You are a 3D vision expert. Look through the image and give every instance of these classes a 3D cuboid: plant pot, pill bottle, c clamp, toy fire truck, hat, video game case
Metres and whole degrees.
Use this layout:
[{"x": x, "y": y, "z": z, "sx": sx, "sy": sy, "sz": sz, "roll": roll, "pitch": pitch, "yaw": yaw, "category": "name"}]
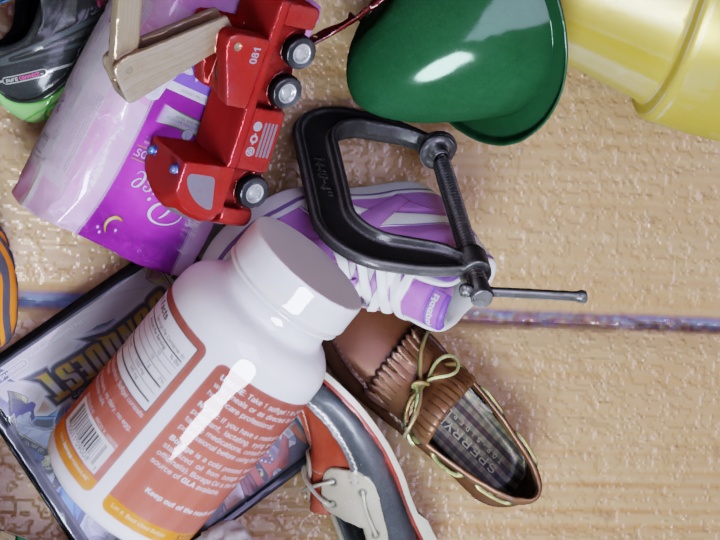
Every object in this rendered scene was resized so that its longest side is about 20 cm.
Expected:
[{"x": 0.187, "y": -0.208, "z": 1.409, "sx": 0.187, "sy": 0.201, "sz": 0.203, "roll": 15, "pitch": 88, "yaw": -5, "category": "plant pot"}, {"x": -0.093, "y": 0.068, "z": 1.286, "sx": 0.112, "sy": 0.112, "sz": 0.200, "roll": 36, "pitch": 106, "yaw": -19, "category": "pill bottle"}, {"x": 0.040, "y": -0.042, "z": 1.367, "sx": 0.169, "sy": 0.201, "sz": 0.027, "roll": 3, "pitch": 129, "yaw": -20, "category": "c clamp"}, {"x": -0.099, "y": -0.128, "z": 1.219, "sx": 0.140, "sy": 0.049, "sz": 0.202, "roll": 7, "pitch": 110, "yaw": -37, "category": "toy fire truck"}, {"x": 0.008, "y": -0.128, "z": 1.334, "sx": 0.175, "sy": 0.200, "sz": 0.167, "roll": -26, "pitch": 82, "yaw": -33, "category": "hat"}, {"x": -0.130, "y": 0.090, "z": 1.381, "sx": 0.199, "sy": 0.025, "sz": 0.182, "roll": -35, "pitch": 105, "yaw": -16, "category": "video game case"}]

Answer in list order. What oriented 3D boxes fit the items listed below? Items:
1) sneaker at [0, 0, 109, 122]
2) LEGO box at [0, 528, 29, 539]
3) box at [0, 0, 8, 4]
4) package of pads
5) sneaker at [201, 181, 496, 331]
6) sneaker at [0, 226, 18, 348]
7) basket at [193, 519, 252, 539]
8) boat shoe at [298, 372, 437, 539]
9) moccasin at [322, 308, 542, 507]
[{"x": -0.173, "y": -0.190, "z": 1.321, "sx": 0.084, "sy": 0.077, "sz": 0.201, "roll": 37, "pitch": 79, "yaw": -23, "category": "sneaker"}, {"x": -0.278, "y": 0.238, "z": 1.250, "sx": 0.148, "sy": 0.077, "sz": 0.201, "roll": 25, "pitch": 120, "yaw": -20, "category": "LEGO box"}, {"x": -0.260, "y": -0.218, "z": 1.221, "sx": 0.198, "sy": 0.124, "sz": 0.150, "roll": -20, "pitch": 102, "yaw": 10, "category": "box"}, {"x": -0.121, "y": -0.106, "z": 1.300, "sx": 0.120, "sy": 0.076, "sz": 0.201, "roll": 22, "pitch": 100, "yaw": -41, "category": "package of pads"}, {"x": 0.000, "y": -0.001, "z": 1.356, "sx": 0.199, "sy": 0.114, "sz": 0.073, "roll": -15, "pitch": 133, "yaw": -31, "category": "sneaker"}, {"x": -0.255, "y": -0.040, "z": 1.278, "sx": 0.077, "sy": 0.112, "sz": 0.202, "roll": -22, "pitch": 101, "yaw": -18, "category": "sneaker"}, {"x": -0.087, "y": 0.305, "z": 1.295, "sx": 0.160, "sy": 0.200, "sz": 0.199, "roll": -25, "pitch": 128, "yaw": -13, "category": "basket"}, {"x": -0.005, "y": 0.148, "z": 1.393, "sx": 0.062, "sy": 0.071, "sz": 0.201, "roll": -35, "pitch": 125, "yaw": -12, "category": "boat shoe"}, {"x": 0.048, "y": 0.090, "z": 1.422, "sx": 0.074, "sy": 0.078, "sz": 0.202, "roll": -43, "pitch": 107, "yaw": -14, "category": "moccasin"}]
